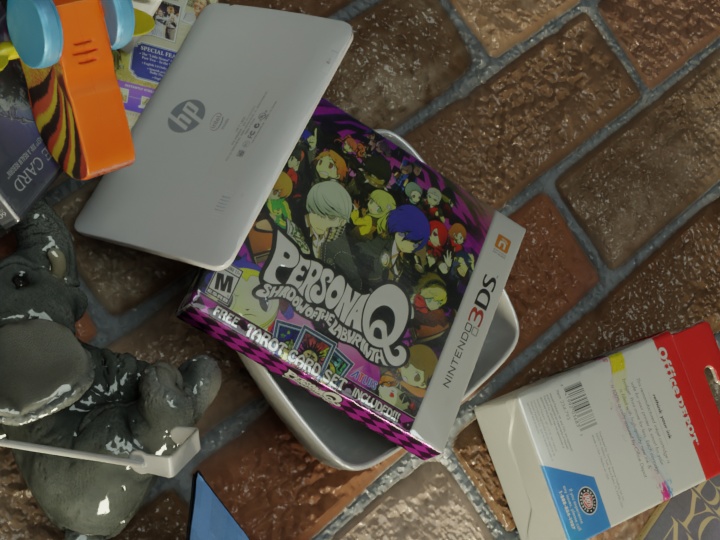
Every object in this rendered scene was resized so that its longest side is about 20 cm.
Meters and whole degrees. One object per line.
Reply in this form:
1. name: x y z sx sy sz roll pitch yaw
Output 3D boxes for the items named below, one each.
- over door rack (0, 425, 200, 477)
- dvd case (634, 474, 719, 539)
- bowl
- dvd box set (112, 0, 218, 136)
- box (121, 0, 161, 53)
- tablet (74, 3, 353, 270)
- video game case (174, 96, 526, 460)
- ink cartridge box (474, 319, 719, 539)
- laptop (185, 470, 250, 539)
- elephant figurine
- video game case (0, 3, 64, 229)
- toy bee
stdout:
1. over door rack: -0.183 0.162 0.731 0.196 0.067 0.150 0 113 9
2. dvd case: 0.281 0.251 1.042 0.149 0.016 0.200 47 62 -7
3. bowl: -0.008 0.023 0.932 0.199 0.074 0.202 -34 93 -29
4. dvd box set: -0.175 -0.174 0.928 0.144 0.029 0.203 11 72 -22
5. box: -0.159 -0.275 0.889 0.123 0.097 0.202 29 66 -14
6. tablet: -0.097 -0.096 0.872 0.202 0.129 0.014 -63 149 -24
7. video game case: 0.000 0.000 0.881 0.198 0.036 0.183 32 64 -14
8. ink cartridge box: 0.199 0.123 1.008 0.198 0.067 0.118 -18 85 -29
9. laptop: -0.024 0.236 0.726 0.197 0.116 0.190 14 58 -19
10. elephant figurine: -0.199 0.059 0.810 0.199 0.142 0.156 37 26 -6
11. video game case: -0.242 -0.143 0.795 0.201 0.019 0.143 57 30 -22
12. toy bee: -0.184 -0.163 0.792 0.130 0.108 0.203 4 101 -42
